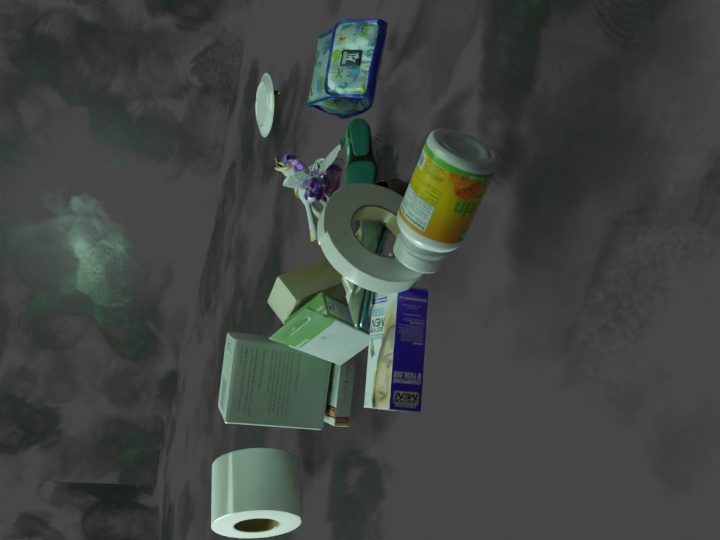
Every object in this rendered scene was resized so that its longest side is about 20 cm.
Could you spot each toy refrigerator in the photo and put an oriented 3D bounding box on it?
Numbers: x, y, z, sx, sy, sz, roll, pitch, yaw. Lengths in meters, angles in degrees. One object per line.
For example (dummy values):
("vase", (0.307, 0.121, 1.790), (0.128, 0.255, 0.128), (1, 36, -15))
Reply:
("toy refrigerator", (-0.078, 0.028, 1.518), (0.070, 0.199, 0.076), (49, 136, 23))

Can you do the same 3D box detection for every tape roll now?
("tape roll", (0.026, -0.055, 1.283), (0.037, 0.200, 0.205), (123, 148, -48))
("tape roll", (-0.233, 0.499, 1.751), (0.203, 0.200, 0.140), (125, 148, -49))

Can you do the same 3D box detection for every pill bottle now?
("pill bottle", (0.120, -0.100, 1.181), (0.112, 0.110, 0.201), (-110, 34, -51))

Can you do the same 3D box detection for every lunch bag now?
("lunch bag", (-0.019, -0.428, 1.668), (0.199, 0.126, 0.172), (3, 83, 56))

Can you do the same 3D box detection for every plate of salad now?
("plate of salad", (-0.297, -0.531, 2.521), (0.200, 0.047, 0.203), (178, 90, -68))

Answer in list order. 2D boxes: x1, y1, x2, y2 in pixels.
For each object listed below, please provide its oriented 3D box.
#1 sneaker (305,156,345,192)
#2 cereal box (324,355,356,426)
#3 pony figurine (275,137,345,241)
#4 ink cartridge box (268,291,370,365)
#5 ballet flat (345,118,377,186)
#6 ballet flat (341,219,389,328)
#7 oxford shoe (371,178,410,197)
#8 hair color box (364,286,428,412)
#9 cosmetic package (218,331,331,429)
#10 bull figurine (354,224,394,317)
("sneaker", (-0.097, -0.202, 1.842), (0.200, 0.080, 0.090), (164, 105, -66))
("cereal box", (-0.050, 0.208, 1.606), (0.144, 0.039, 0.203), (174, 104, -70))
("pony figurine", (-0.099, -0.180, 1.692), (0.192, 0.166, 0.201), (-20, 103, 55))
("ink cartridge box", (-0.071, 0.102, 1.445), (0.104, 0.199, 0.060), (-37, 51, 24))
("ballet flat", (0.002, -0.215, 1.620), (0.071, 0.066, 0.202), (86, -178, -66))
("ballet flat", (0.000, 0.000, 1.376), (0.067, 0.063, 0.202), (-42, -33, -76))
("oxford shoe", (0.040, -0.140, 1.446), (0.200, 0.083, 0.074), (-179, 96, -70))
("hair color box", (0.059, 0.133, 1.320), (0.109, 0.064, 0.203), (162, 113, -66))
("cosmetic package", (-0.178, 0.223, 1.606), (0.165, 0.198, 0.167), (-175, 92, -74))
("bull figurine", (0.021, -0.010, 1.472), (0.122, 0.064, 0.202), (-54, 38, 40))
